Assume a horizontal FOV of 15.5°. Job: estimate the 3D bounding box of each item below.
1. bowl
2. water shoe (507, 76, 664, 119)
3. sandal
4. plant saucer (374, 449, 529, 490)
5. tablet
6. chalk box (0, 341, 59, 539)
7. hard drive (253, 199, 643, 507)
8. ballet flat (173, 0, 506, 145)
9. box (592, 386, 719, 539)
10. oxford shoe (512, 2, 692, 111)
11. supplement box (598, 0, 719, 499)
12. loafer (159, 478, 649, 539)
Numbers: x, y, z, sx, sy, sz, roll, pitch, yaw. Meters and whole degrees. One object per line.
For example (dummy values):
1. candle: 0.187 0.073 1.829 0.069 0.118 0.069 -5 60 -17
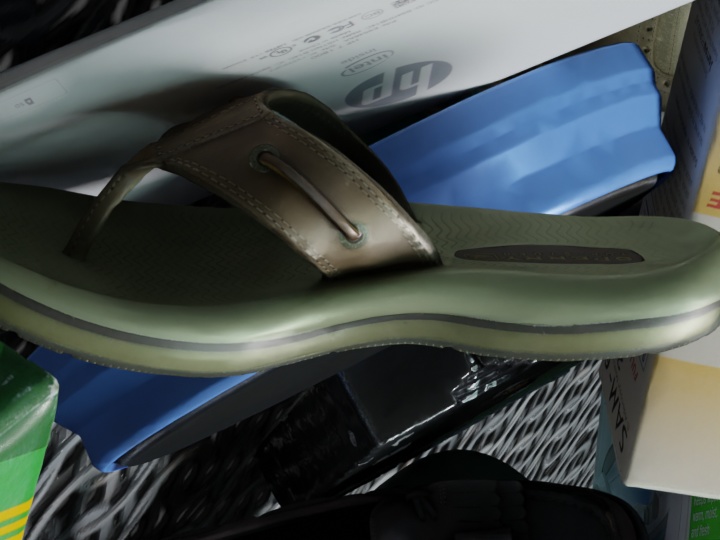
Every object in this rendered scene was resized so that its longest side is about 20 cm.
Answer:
1. bowl: 0.000 0.000 0.763 0.200 0.039 0.201 -27 175 -2
2. water shoe: 0.074 -0.051 1.009 0.200 0.079 0.072 15 108 -47
3. sandal: -0.008 -0.015 0.624 0.080 0.201 0.057 -124 -143 -65
4. plant saucer: 0.020 0.167 1.016 0.036 0.200 0.200 7 124 -32
5. tablet: 0.001 -0.054 0.638 0.200 0.014 0.130 -20 166 15
6. chalk box: -0.164 0.074 0.420 0.200 0.125 0.124 -43 161 -44
7. hard drive: 0.039 0.033 0.962 0.140 0.038 0.200 -27 173 -14
8. ballet flat: -0.004 -0.079 0.730 0.200 0.076 0.064 34 59 -76
9. box: 0.151 0.073 0.950 0.200 0.097 0.177 138 -41 -79
10. oxford shoe: 0.119 -0.131 0.939 0.200 0.074 0.071 -59 167 -27
11. supplement box: 0.154 -0.029 0.778 0.074 0.126 0.200 -91 -169 -64
12. loafer: 0.002 0.112 0.946 0.063 0.200 0.072 30 54 -58
